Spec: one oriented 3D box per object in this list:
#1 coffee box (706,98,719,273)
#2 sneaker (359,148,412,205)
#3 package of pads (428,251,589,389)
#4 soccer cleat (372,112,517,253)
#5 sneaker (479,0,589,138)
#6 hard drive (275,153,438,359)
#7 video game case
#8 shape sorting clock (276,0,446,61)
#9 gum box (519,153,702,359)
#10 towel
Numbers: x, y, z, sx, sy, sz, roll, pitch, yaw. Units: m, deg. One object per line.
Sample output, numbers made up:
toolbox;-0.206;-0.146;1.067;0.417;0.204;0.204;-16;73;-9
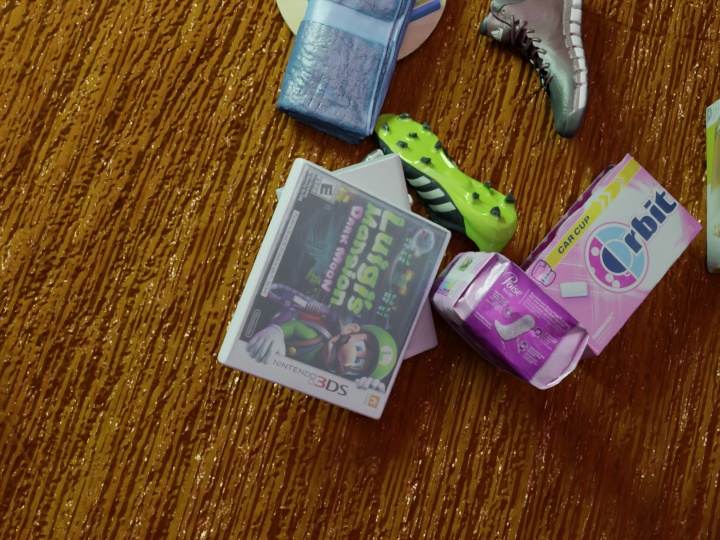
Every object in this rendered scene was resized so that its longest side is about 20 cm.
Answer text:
coffee box;0.505;-0.100;0.969;0.196;0.200;0.202;6;79;-8
sneaker;-0.020;-0.029;0.943;0.087;0.075;0.200;45;78;-6
package of pads;0.134;0.044;0.882;0.120;0.200;0.076;40;89;-3
soccer cleat;0.080;-0.089;0.971;0.067;0.082;0.200;-31;64;-36
sneaker;0.188;-0.241;1.019;0.113;0.076;0.204;3;69;-3
hard drive;0.000;0.000;0.913;0.130;0.027;0.204;-19;106;-22
video game case;-0.020;0.022;0.879;0.179;0.023;0.203;23;88;-27
shape sorting clock;0.001;-0.325;1.015;0.195;0.039;0.205;0;91;-7
gum box;0.262;-0.018;0.984;0.113;0.066;0.200;44;76;0
towel;-0.011;-0.246;0.970;0.110;0.049;0.204;19;89;-7
